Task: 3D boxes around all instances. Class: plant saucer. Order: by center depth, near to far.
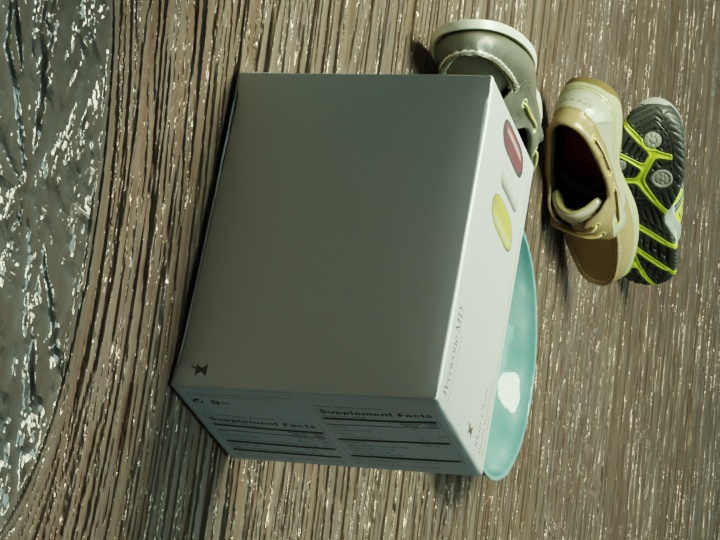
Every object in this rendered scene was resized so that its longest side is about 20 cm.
[{"bbox_3d":[0.091,0.056,1.944,0.200,0.036,0.200,2,90,-72],"label":"plant saucer"}]

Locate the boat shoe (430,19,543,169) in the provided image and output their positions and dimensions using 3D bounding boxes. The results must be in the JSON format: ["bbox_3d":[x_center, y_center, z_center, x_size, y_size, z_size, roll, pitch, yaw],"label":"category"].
[{"bbox_3d":[0.094,-0.120,1.879,0.202,0.072,0.060,57,34,-66],"label":"boat shoe"}]

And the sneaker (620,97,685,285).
[{"bbox_3d":[0.264,-0.083,2.413,0.076,0.075,0.200,-78,171,-49],"label":"sneaker"}]

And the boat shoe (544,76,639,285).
[{"bbox_3d":[0.185,-0.064,2.178,0.066,0.074,0.200,-50,139,-42],"label":"boat shoe"}]

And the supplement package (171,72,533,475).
[{"bbox_3d":[0.000,0.000,1.474,0.111,0.156,0.200,57,40,-59],"label":"supplement package"}]
